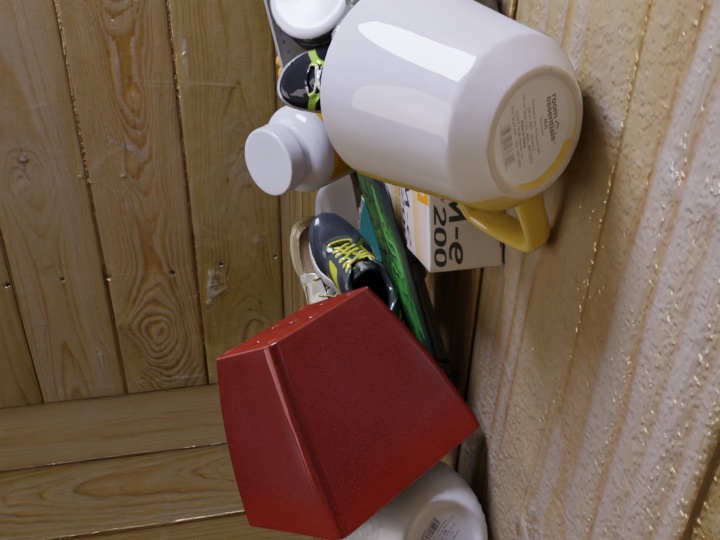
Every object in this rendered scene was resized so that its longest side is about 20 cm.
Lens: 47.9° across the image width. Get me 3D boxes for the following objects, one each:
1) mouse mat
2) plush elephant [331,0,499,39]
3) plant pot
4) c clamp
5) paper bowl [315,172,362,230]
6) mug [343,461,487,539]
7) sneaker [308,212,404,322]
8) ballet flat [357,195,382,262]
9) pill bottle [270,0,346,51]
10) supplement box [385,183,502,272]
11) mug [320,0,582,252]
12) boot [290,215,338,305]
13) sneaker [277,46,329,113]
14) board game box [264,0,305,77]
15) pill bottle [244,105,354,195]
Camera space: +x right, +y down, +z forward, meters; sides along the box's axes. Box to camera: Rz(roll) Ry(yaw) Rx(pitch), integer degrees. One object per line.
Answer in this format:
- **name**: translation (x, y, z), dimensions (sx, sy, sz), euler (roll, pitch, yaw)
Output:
- **mouse mat**: translation (0.036, -0.009, 0.864), dimensions (0.161, 0.007, 0.204), euler (-127, 18, -71)
- **plush elephant**: translation (0.029, -0.257, 0.701), dimensions (0.165, 0.151, 0.205), euler (-136, 41, -75)
- **plant pot**: translation (-0.034, 0.132, 0.827), dimensions (0.198, 0.198, 0.179), euler (-18, 98, 55)
- **c clamp**: translation (0.066, 0.045, 0.884), dimensions (0.171, 0.027, 0.203), euler (-130, 19, -59)
- **paper bowl**: translation (-0.007, -0.055, 1.182), dimensions (0.200, 0.102, 0.206), euler (174, 90, -79)
- **mug**: translation (0.037, 0.285, 0.842), dimensions (0.149, 0.199, 0.175), euler (51, 163, -6)
- **sneaker**: translation (0.000, 0.000, 0.919), dimensions (0.202, 0.073, 0.085), euler (58, 163, 29)
- **ballet flat**: translation (0.035, -0.112, 1.050), dimensions (0.064, 0.074, 0.205), euler (-45, -38, -64)
- **pill bottle**: translation (-0.021, -0.297, 0.978), dimensions (0.199, 0.104, 0.109), euler (13, -111, -69)
- **supplement box**: translation (0.071, -0.089, 0.782), dimensions (0.200, 0.072, 0.129), euler (-125, 30, -70)
- **mug**: translation (0.084, -0.110, 0.574), dimensions (0.153, 0.184, 0.152), euler (35, 103, 50)
- **boot**: translation (-0.031, 0.041, 1.040), dimensions (0.155, 0.071, 0.204), euler (-127, 21, -66)
- **sneaker**: translation (-0.009, -0.215, 0.860), dimensions (0.082, 0.196, 0.074), euler (1, -93, -67)
- **board game box**: translation (-0.051, -0.362, 1.009), dimensions (0.026, 0.201, 0.201), euler (32, 161, 19)
- **pill bottle**: translation (-0.054, -0.170, 1.060), dimensions (0.111, 0.199, 0.115), euler (21, 126, 33)
